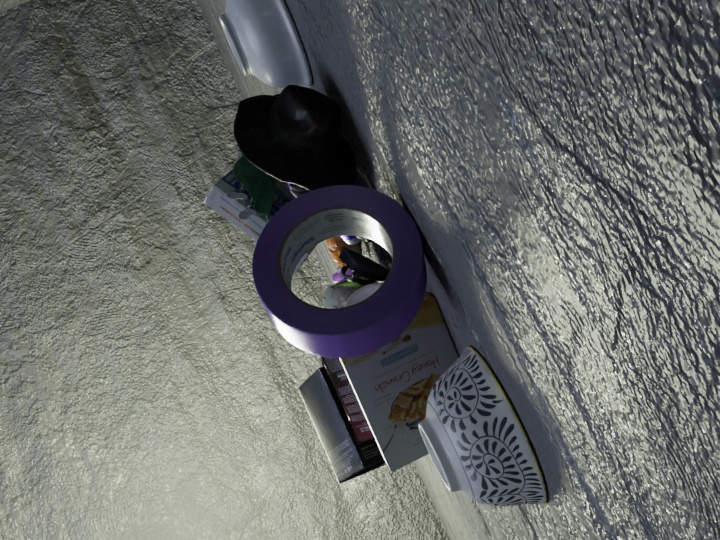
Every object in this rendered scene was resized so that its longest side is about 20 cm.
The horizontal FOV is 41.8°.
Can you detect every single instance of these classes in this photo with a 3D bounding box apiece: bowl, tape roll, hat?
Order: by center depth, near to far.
[{"bbox_3d":[0.128,0.198,1.096,0.201,0.094,0.201,155,90,-84],"label":"bowl"},{"bbox_3d":[-0.024,-0.001,1.110,0.066,0.200,0.200,72,172,-60],"label":"tape roll"},{"bbox_3d":[-0.070,-0.192,1.249,0.081,0.200,0.201,-54,48,34],"label":"hat"},{"bbox_3d":[-0.154,-0.356,1.423,0.201,0.090,0.201,156,90,-86],"label":"bowl"}]

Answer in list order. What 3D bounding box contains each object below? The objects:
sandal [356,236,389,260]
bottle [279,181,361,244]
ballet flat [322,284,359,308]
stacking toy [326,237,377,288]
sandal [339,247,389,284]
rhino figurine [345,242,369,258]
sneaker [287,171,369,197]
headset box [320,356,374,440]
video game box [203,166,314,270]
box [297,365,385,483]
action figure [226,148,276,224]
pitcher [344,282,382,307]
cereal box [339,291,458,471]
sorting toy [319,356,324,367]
[{"bbox_3d":[-0.009,-0.097,1.398,0.076,0.043,0.200,79,165,-71],"label":"sandal"},{"bbox_3d":[-0.055,-0.119,1.479,0.065,0.084,0.200,28,164,48],"label":"bottle"},{"bbox_3d":[-0.029,0.051,1.462,0.200,0.072,0.072,10,-125,-86],"label":"ballet flat"},{"bbox_3d":[-0.011,0.024,1.652,0.116,0.110,0.200,-87,-25,-83],"label":"stacking toy"},{"bbox_3d":[0.001,0.000,1.511,0.076,0.043,0.200,26,-178,-4],"label":"sandal"},{"bbox_3d":[-0.033,-0.063,1.698,0.087,0.060,0.200,29,151,43],"label":"rhino figurine"},{"bbox_3d":[-0.075,-0.155,1.320,0.200,0.073,0.114,47,-151,23],"label":"sneaker"},{"bbox_3d":[0.036,0.169,1.525,0.077,0.149,0.200,-25,89,53],"label":"headset box"},{"bbox_3d":[-0.134,-0.106,1.528,0.182,0.047,0.200,38,-150,-4],"label":"video game box"},{"bbox_3d":[0.027,0.238,1.618,0.104,0.200,0.182,-46,64,53],"label":"box"},{"bbox_3d":[-0.155,-0.164,1.451,0.200,0.055,0.118,-76,-27,-46],"label":"action figure"},{"bbox_3d":[0.065,0.115,1.337,0.172,0.121,0.200,38,170,38],"label":"pitcher"},{"bbox_3d":[0.064,0.146,1.233,0.200,0.144,0.040,66,174,-16],"label":"cereal box"},{"bbox_3d":[0.036,0.223,1.719,0.036,0.185,0.200,-45,65,54],"label":"sorting toy"}]
